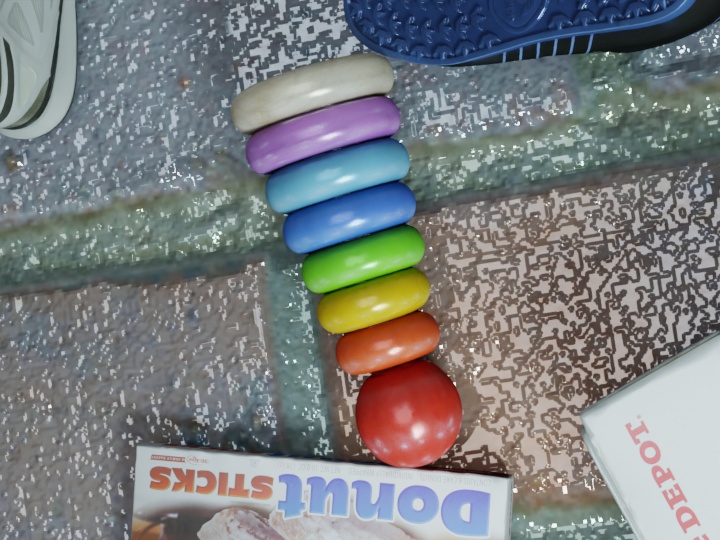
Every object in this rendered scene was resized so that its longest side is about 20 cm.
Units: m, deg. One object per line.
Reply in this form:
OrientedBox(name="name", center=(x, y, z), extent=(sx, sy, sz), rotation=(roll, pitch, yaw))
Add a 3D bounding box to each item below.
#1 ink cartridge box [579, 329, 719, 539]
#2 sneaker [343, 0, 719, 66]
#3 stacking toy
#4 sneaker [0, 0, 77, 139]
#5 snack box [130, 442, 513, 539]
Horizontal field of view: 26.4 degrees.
OrientedBox(name="ink cartridge box", center=(0.219, 0.079, 0.699), extent=(0.199, 0.084, 0.147), rotation=(-30, 82, 11))
OrientedBox(name="sneaker", center=(0.088, -0.132, 0.751), extent=(0.198, 0.078, 0.071), rotation=(4, 92, 35))
OrientedBox(name="stacking toy", center=(0.000, 0.000, 0.763), extent=(0.084, 0.085, 0.203), rotation=(-15, 90, 12))
OrientedBox(name="sneaker", center=(-0.190, -0.175, 0.790), extent=(0.075, 0.115, 0.204), rotation=(-1, 88, 13))
OrientedBox(name="snack box", center=(-0.022, 0.132, 0.786), extent=(0.197, 0.024, 0.073), rotation=(3, 88, 14))
